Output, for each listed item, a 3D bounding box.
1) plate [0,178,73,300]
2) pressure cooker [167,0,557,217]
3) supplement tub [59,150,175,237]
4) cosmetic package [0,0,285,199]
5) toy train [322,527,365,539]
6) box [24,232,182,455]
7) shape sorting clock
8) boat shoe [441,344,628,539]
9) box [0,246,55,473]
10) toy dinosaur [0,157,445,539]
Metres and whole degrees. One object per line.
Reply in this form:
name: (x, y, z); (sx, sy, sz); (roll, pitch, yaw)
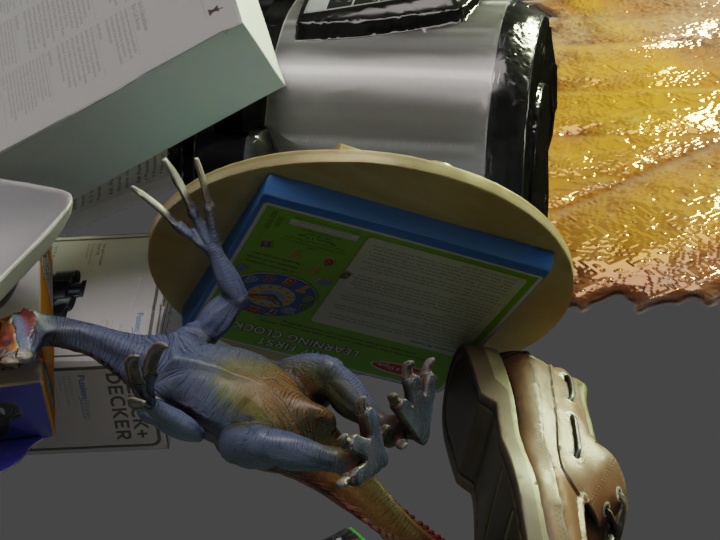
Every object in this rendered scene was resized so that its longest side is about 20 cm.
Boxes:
plate: (-0.248, 0.026, 0.722); (0.200, 0.032, 0.200); (10, 46, 31)
pressure cooker: (-0.001, -0.060, 0.874); (0.199, 0.176, 0.179); (3, 58, 12)
supplement tub: (-0.157, -0.101, 0.987); (0.200, 0.132, 0.132); (-25, 39, -31)
cosmetic package: (-0.132, -0.133, 0.845); (0.151, 0.052, 0.200); (-28, 44, 10)
toy train: (0.040, 0.168, 0.635); (0.042, 0.057, 0.200); (-24, 39, -28)
box: (-0.193, 0.039, 0.846); (0.199, 0.060, 0.117); (-4, 34, 1)
shape sorting clock: (0.000, 0.000, 0.773); (0.199, 0.200, 0.039); (0, 56, 5)
boat shoe: (0.085, 0.100, 0.717); (0.068, 0.072, 0.200); (8, 35, -11)
box: (-0.207, 0.023, 0.781); (0.119, 0.042, 0.200); (-8, 37, -6)
toy dinosaur: (-0.069, 0.062, 0.703); (0.181, 0.200, 0.105); (2, 30, 28)
